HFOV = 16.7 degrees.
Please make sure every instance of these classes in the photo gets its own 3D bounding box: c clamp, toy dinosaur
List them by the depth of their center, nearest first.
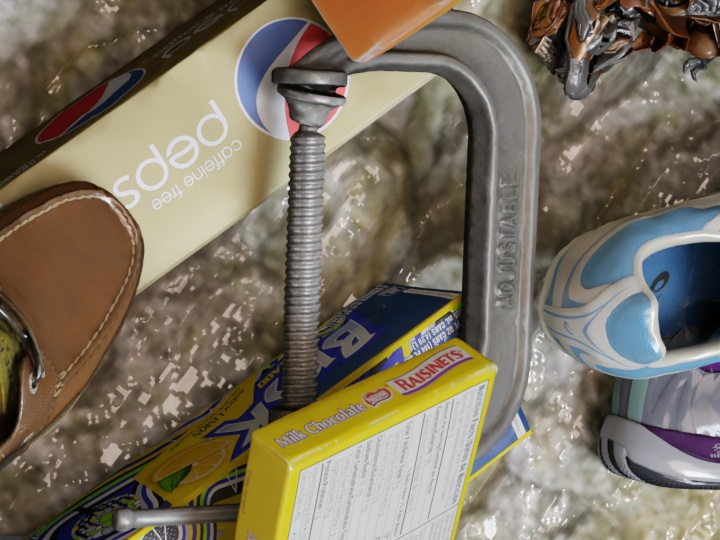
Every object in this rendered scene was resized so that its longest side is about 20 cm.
[{"bbox_3d":[0.000,0.000,0.893,0.170,0.027,0.202,7,90,-32],"label":"c clamp"},{"bbox_3d":[0.161,-0.131,0.962,0.102,0.136,0.200,15,125,-47],"label":"toy dinosaur"}]

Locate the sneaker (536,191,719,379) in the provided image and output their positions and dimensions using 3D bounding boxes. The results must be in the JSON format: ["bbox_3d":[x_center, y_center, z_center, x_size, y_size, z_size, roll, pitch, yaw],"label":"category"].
[{"bbox_3d":[0.161,-0.004,0.969,0.199,0.072,0.072,-22,117,-31],"label":"sneaker"}]

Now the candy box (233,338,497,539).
[{"bbox_3d":[-0.010,0.123,0.892,0.102,0.026,0.201,-25,139,-41],"label":"candy box"}]

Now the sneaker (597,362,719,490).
[{"bbox_3d":[0.199,0.051,1.033,0.199,0.074,0.088,5,89,-20],"label":"sneaker"}]

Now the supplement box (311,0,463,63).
[{"bbox_3d":[0.054,-0.150,0.907,0.200,0.066,0.069,-35,92,-46],"label":"supplement box"}]

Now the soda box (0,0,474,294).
[{"bbox_3d":[-0.059,-0.056,0.926,0.200,0.068,0.064,-36,107,-13],"label":"soda box"}]

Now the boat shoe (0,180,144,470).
[{"bbox_3d":[-0.129,0.038,0.804,0.072,0.068,0.200,47,55,-11],"label":"boat shoe"}]

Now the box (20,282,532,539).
[{"bbox_3d":[-0.033,0.085,0.932,0.200,0.064,0.070,-36,111,-26],"label":"box"}]

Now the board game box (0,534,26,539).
[{"bbox_3d":[-0.228,0.187,0.905,0.199,0.041,0.201,11,92,-22],"label":"board game box"}]
